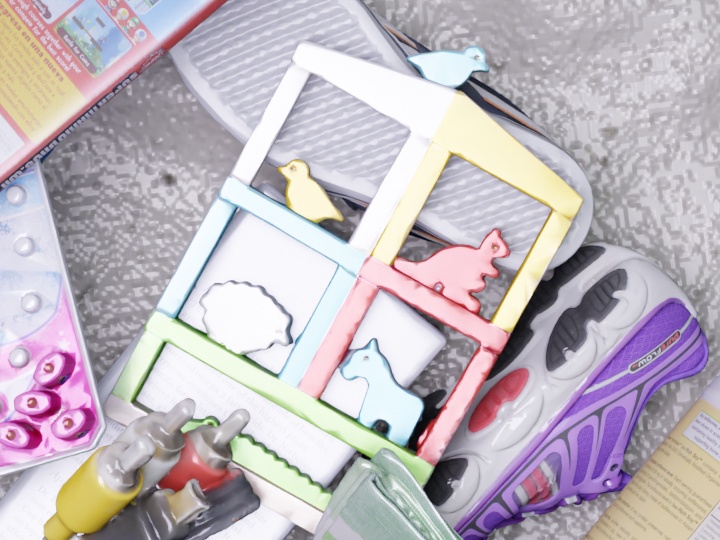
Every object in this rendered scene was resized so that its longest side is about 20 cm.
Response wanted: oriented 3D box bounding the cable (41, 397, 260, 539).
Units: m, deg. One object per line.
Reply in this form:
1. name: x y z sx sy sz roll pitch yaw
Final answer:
1. cable: -0.118 0.112 1.152 0.200 0.097 0.051 -34 76 30

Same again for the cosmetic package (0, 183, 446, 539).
1. cosmetic package: -0.064 0.073 1.219 0.101 0.071 0.200 40 90 2

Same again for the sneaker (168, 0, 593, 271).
1. sneaker: 0.004 -0.063 1.216 0.200 0.079 0.079 35 93 -1

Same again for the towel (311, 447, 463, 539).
1. towel: 0.023 0.169 1.155 0.023 0.200 0.153 -35 77 -34

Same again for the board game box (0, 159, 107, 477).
1. board game box: -0.215 -0.005 1.110 0.199 0.026 0.201 -16 82 4

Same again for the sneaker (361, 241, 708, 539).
1. sneaker: 0.067 0.083 1.216 0.200 0.081 0.083 -44 118 10

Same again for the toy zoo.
1. toy zoo: 0.000 0.000 1.169 0.131 0.020 0.201 30 92 1

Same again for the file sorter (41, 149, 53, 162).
1. file sorter: -0.161 -0.116 1.197 0.123 0.139 0.200 41 89 5

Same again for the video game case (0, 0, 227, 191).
1. video game case: -0.149 -0.109 1.093 0.200 0.017 0.143 -40 82 -1

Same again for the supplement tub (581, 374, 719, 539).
1. supplement tub: 0.163 0.130 1.175 0.145 0.145 0.200 40 90 2
